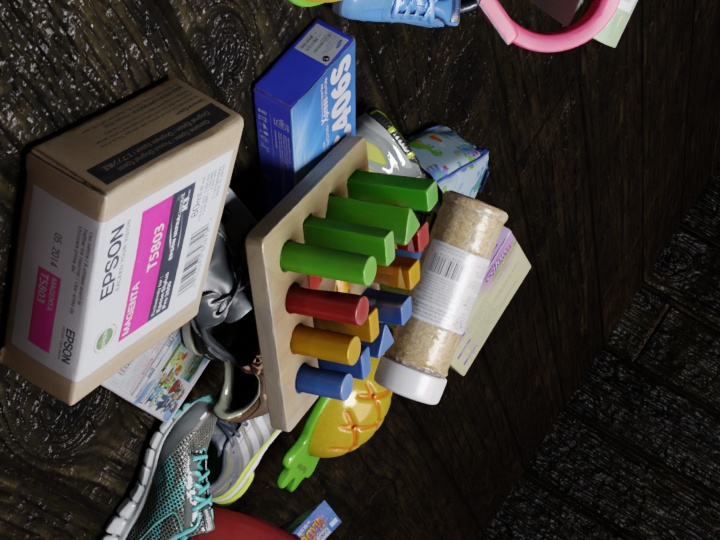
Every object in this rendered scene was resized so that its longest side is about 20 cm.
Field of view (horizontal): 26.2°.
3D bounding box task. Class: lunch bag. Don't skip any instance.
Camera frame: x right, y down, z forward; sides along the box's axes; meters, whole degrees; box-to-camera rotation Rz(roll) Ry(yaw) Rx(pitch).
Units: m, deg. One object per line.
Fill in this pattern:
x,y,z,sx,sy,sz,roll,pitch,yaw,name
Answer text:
0.054,-0.063,1.694,0.200,0.082,0.161,-30,149,-54,lunch bag

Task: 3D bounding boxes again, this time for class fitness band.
0.167,-0.302,1.490,0.144,0.200,0.037,-35,-158,3,fitness band

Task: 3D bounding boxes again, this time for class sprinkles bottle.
0.078,0.026,1.493,0.200,0.068,0.068,-69,161,2,sprinkles bottle

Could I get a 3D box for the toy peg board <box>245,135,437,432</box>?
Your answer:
-0.002,0.016,1.372,0.200,0.098,0.199,-49,141,-49,toy peg board

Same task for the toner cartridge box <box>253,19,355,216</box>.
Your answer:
-0.047,-0.122,1.391,0.095,0.043,0.200,-49,160,-25,toner cartridge box

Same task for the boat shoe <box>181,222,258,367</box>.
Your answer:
-0.119,0.023,1.322,0.075,0.066,0.200,-47,157,-31,boat shoe

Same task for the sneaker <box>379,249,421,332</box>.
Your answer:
0.000,0.000,1.560,0.076,0.200,0.105,-44,-152,43,sneaker

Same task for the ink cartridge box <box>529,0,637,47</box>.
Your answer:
0.231,-0.313,1.620,0.104,0.059,0.200,-65,-160,16,ink cartridge box

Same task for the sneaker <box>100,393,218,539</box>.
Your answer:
-0.173,0.217,1.511,0.200,0.091,0.078,-64,162,13,sneaker

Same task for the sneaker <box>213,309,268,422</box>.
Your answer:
-0.088,0.061,1.453,0.076,0.070,0.200,-28,139,-52,sneaker

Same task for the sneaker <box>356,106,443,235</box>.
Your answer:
0.043,-0.068,1.546,0.076,0.200,0.075,-36,-161,5,sneaker

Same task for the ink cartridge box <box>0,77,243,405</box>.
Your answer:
-0.178,-0.022,1.153,0.165,0.075,0.200,-40,154,-48,ink cartridge box

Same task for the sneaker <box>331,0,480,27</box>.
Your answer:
0.047,-0.251,1.388,0.200,0.078,0.066,-24,143,-58,sneaker

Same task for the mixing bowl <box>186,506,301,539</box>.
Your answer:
-0.167,0.321,1.606,0.200,0.108,0.200,-45,-169,12,mixing bowl

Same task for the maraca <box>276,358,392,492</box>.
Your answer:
-0.034,0.165,1.769,0.200,0.107,0.137,-57,160,-6,maraca

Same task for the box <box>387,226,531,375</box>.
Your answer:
0.122,0.024,1.978,0.176,0.097,0.200,-58,163,-3,box

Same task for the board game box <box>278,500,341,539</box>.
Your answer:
-0.125,0.347,1.779,0.200,0.034,0.135,-37,-178,40,board game box

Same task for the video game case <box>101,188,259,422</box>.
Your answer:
-0.153,0.033,1.389,0.200,0.022,0.182,-58,162,-8,video game case

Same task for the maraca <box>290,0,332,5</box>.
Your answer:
0.000,-0.280,1.143,0.200,0.107,0.137,-51,158,-25,maraca

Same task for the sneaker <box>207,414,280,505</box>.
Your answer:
-0.123,0.156,1.586,0.200,0.074,0.081,-64,158,9,sneaker
